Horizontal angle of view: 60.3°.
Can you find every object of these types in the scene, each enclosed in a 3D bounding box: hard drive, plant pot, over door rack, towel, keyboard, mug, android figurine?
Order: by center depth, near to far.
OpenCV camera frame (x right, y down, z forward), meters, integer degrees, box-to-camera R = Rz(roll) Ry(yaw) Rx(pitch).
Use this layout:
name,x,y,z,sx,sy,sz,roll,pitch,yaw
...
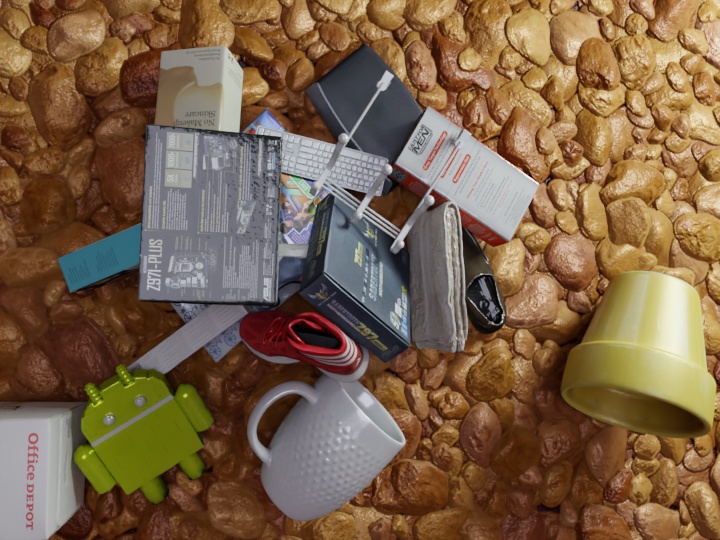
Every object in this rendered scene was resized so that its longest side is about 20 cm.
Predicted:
name,x,y,z,sx,sy,sz,roll,pitch,yaw
over door rack,0.043,-0.148,0.812,0.146,0.067,0.202,34,80,-6
mug,-0.064,0.230,0.841,0.176,0.148,0.200,-46,117,2
android figurine,-0.296,0.220,0.845,0.180,0.041,0.203,-28,112,-11
towel,0.104,0.013,0.887,0.034,0.132,0.205,-3,87,-21
plant pot,0.408,0.116,0.898,0.197,0.201,0.192,23,69,-5
keyboard,-0.059,-0.158,0.898,0.196,0.011,0.058,13,91,-5
hard drive,0.024,-0.231,0.934,0.134,0.042,0.201,-38,92,-7

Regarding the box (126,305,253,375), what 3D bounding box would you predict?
name,x,y,z,sx,sy,sz,roll,pitch,yaw
box,-0.241,0.098,0.870,0.198,0.039,0.042,-37,93,6

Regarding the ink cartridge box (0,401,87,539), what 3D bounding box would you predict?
name,x,y,z,sx,sy,sz,roll,pitch,yaw
ink cartridge box,-0.475,0.254,0.802,0.195,0.145,0.151,1,88,-6

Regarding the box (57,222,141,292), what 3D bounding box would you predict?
name,x,y,z,sx,sy,sz,roll,pitch,yaw
box,-0.298,-0.031,0.844,0.196,0.082,0.050,-22,92,7

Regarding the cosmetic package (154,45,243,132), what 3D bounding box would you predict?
name,x,y,z,sx,sy,sz,roll,pitch,yaw
cosmetic package,-0.226,-0.199,0.863,0.103,0.071,0.205,-2,78,11

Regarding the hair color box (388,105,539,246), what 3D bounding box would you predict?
name,x,y,z,sx,sy,sz,roll,pitch,yaw
hair color box,0.147,-0.132,0.894,0.198,0.061,0.103,34,80,-7

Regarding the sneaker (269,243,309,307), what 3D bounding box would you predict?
name,x,y,z,sx,sy,sz,roll,pitch,yaw
sneaker,-0.144,0.007,0.840,0.195,0.075,0.087,2,88,-2

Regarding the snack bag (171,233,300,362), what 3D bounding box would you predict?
name,x,y,z,sx,sy,sz,roll,pitch,yaw
snack bag,-0.189,-0.001,0.889,0.199,0.021,0.190,-37,92,6

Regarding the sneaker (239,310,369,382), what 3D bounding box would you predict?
name,x,y,z,sx,sy,sz,roll,pitch,yaw
sneaker,-0.089,0.074,0.795,0.196,0.116,0.080,10,64,24

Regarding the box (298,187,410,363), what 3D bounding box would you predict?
name,x,y,z,sx,sy,sz,roll,pitch,yaw
box,0.000,0.000,0.829,0.051,0.202,0.157,-37,117,27

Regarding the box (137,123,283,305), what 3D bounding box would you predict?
name,x,y,z,sx,sy,sz,roll,pitch,yaw
box,-0.180,-0.061,0.757,0.160,0.086,0.205,2,87,-13

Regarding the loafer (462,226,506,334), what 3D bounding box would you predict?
name,x,y,z,sx,sy,sz,roll,pitch,yaw
loafer,0.168,-0.001,0.925,0.072,0.071,0.202,-31,91,-7

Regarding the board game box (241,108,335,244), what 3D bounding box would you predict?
name,x,y,z,sx,sy,sz,roll,pitch,yaw
board game box,-0.119,-0.115,0.915,0.135,0.034,0.201,-42,92,-6
